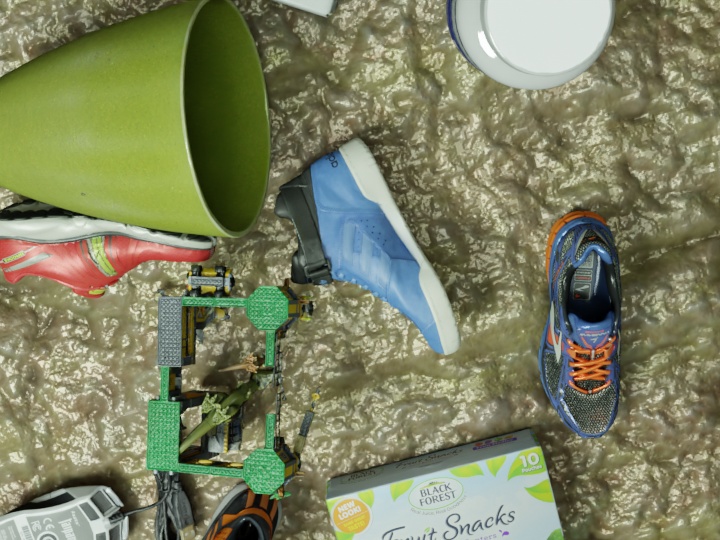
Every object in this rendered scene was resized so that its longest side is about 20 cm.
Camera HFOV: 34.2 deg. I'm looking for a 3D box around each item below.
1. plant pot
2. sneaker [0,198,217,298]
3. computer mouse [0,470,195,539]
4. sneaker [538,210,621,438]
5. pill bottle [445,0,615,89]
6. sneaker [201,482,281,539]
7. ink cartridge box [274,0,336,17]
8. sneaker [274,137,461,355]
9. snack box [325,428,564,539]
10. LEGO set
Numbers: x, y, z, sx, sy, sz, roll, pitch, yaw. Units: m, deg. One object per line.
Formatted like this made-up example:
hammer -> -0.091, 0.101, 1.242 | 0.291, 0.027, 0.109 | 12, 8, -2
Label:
plant pot -> -0.196, -0.115, 0.943 | 0.198, 0.187, 0.189 | -3, 103, 15
sneaker -> -0.219, -0.017, 1.013 | 0.198, 0.077, 0.086 | 2, 114, 7
computer mouse -> -0.253, 0.227, 1.077 | 0.198, 0.044, 0.111 | -15, 107, -2
sneaker -> 0.193, 0.053, 1.015 | 0.075, 0.078, 0.202 | -7, 102, 3
pill bottle -> 0.130, -0.200, 0.896 | 0.119, 0.200, 0.121 | 0, 103, 0
sneaker -> -0.137, 0.292, 1.053 | 0.077, 0.112, 0.201 | 24, 102, -5
ink cartridge box -> -0.063, -0.318, 0.930 | 0.145, 0.083, 0.202 | 16, 103, -3
sneaker -> 0.000, 0.000, 1.003 | 0.111, 0.077, 0.201 | -29, 97, 1
snack box -> 0.082, 0.239, 1.071 | 0.198, 0.053, 0.143 | -15, 101, 4
LEGO set -> -0.105, 0.095, 1.007 | 0.152, 0.116, 0.202 | -7, 88, 14
